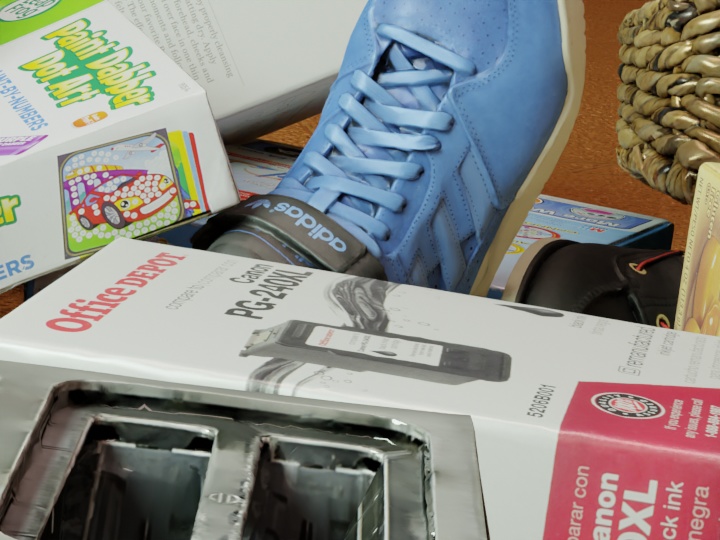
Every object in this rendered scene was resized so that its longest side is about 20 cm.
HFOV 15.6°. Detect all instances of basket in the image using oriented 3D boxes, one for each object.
[{"bbox_3d":[0.177,-0.035,1.065,0.142,0.150,0.200,-4,-1,9],"label":"basket"}]

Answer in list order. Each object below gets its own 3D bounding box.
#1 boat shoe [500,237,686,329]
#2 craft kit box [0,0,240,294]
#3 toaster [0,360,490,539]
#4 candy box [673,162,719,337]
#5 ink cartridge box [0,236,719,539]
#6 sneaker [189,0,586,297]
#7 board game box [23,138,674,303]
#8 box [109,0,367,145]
[{"bbox_3d":[0.099,0.025,0.946,0.063,0.074,0.201,4,5,24],"label":"boat shoe"},{"bbox_3d":[-0.160,-0.032,0.872,0.196,0.049,0.200,-19,23,-13],"label":"craft kit box"},{"bbox_3d":[-0.072,0.086,0.450,0.180,0.119,0.200,7,12,0],"label":"toaster"},{"bbox_3d":[0.143,0.044,0.786,0.055,0.116,0.200,5,12,-9],"label":"candy box"},{"bbox_3d":[0.002,0.056,0.720,0.199,0.084,0.145,9,12,8],"label":"ink cartridge box"},{"bbox_3d":[0.004,-0.026,0.839,0.077,0.201,0.111,30,26,22],"label":"sneaker"},{"bbox_3d":[0.000,0.000,1.048,0.199,0.056,0.196,12,13,23],"label":"board game box"},{"bbox_3d":[-0.073,-0.103,1.130,0.199,0.098,0.124,-22,-2,-18],"label":"box"}]
